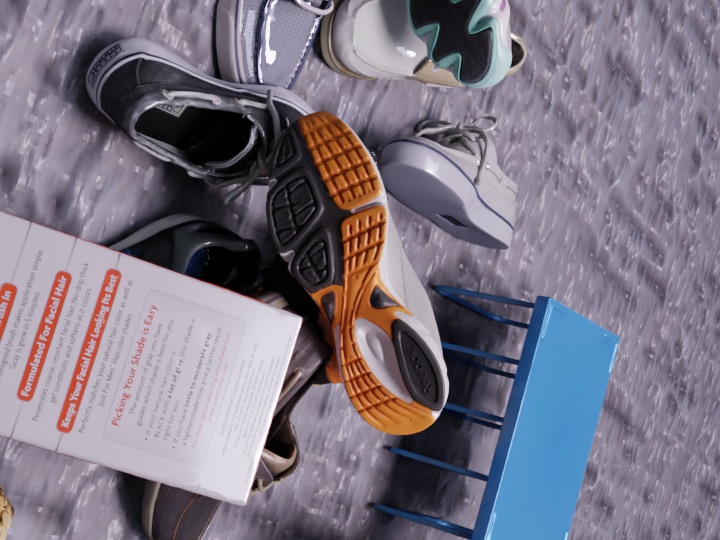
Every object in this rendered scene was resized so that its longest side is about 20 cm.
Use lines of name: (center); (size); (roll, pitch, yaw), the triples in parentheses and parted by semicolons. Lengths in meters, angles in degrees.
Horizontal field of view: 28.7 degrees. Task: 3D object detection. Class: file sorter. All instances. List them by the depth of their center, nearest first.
file sorter: (0.110, 0.125, 1.159); (0.138, 0.122, 0.202); (26, 79, -53)

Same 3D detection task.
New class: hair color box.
hair color box: (-0.144, 0.046, 0.764); (0.199, 0.064, 0.112); (21, 82, -21)

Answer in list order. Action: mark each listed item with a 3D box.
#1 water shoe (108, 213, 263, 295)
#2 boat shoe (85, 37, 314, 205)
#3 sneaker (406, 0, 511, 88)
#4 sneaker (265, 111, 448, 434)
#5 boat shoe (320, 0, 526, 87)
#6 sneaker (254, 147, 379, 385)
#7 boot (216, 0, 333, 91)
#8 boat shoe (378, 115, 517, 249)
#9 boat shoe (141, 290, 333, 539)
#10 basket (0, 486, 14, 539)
water shoe: (-0.138, 0.025, 0.832); (0.200, 0.078, 0.072); (-43, 130, -39)
boat shoe: (-0.078, -0.083, 0.873); (0.074, 0.068, 0.199); (-48, 144, 12)
sneaker: (0.087, -0.228, 1.008); (0.139, 0.077, 0.202); (-13, 79, -46)
sneaker: (0.000, 0.000, 0.874); (0.092, 0.075, 0.202); (-32, 104, -79)
boat shoe: (0.052, -0.174, 1.046); (0.199, 0.068, 0.076); (-10, 108, -52)
sneaker: (-0.031, -0.009, 0.981); (0.070, 0.089, 0.201); (75, 16, -50)
boot: (-0.031, -0.198, 0.908); (0.072, 0.090, 0.202); (5, 95, -54)
boat shoe: (0.080, -0.084, 1.104); (0.202, 0.074, 0.087); (30, 73, -57)
boat shoe: (-0.078, 0.110, 0.890); (0.074, 0.073, 0.201); (-33, 152, -59)
basket: (-0.269, 0.111, 0.604); (0.200, 0.142, 0.150); (-44, 121, -35)
